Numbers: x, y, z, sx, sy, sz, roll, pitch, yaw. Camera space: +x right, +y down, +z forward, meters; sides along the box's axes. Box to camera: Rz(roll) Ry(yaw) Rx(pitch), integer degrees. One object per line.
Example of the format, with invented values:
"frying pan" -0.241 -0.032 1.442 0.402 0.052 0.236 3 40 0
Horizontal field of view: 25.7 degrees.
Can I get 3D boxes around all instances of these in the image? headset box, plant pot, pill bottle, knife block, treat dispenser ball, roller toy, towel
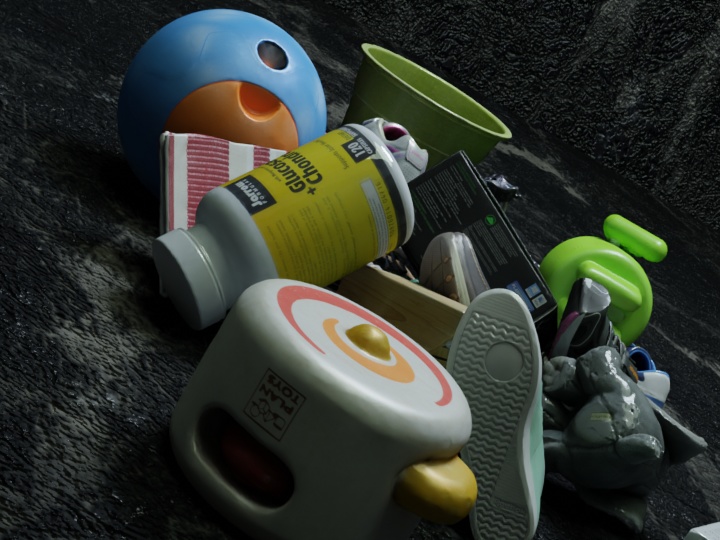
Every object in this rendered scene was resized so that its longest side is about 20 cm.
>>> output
"headset box" 0.109 0.005 1.507 0.175 0.092 0.200 60 0 15
"plant pot" 0.040 -0.127 1.808 0.199 0.191 0.200 30 14 -8
"pill bottle" -0.064 -0.032 1.283 0.199 0.113 0.112 -28 46 -20
"knife block" 0.022 0.026 1.332 0.064 0.200 0.177 17 50 -41
"treat dispenser ball" -0.132 -0.147 1.503 0.200 0.202 0.201 29 15 -9
"roller toy" -0.023 0.098 1.058 0.181 0.140 0.200 25 17 -22
"towel" -0.100 -0.039 1.377 0.023 0.146 0.199 -7 -9 40

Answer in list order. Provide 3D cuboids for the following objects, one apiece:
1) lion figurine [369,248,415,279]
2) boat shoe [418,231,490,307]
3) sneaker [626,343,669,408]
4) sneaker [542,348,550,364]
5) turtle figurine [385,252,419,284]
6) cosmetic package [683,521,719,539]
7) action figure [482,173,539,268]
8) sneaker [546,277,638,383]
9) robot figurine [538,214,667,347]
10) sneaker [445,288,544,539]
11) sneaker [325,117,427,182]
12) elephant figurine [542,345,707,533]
"lion figurine" -0.030 -0.041 1.657 0.200 0.073 0.122 40 -11 -27
"boat shoe" 0.105 0.063 1.362 0.073 0.202 0.074 -14 3 -29
"sneaker" 0.282 0.109 1.747 0.074 0.083 0.200 21 16 -29
"sneaker" 0.159 0.074 1.621 0.199 0.080 0.074 34 13 2
"turtle figurine" 0.000 0.000 1.496 0.200 0.101 0.150 48 -2 43
"cosmetic package" 0.339 0.271 1.362 0.102 0.074 0.199 39 18 26
"action figure" 0.146 -0.002 1.764 0.118 0.202 0.102 -19 9 -41
"sneaker" 0.226 0.081 1.501 0.086 0.081 0.201 17 -29 11
"robot figurine" 0.244 0.026 1.674 0.115 0.177 0.200 27 6 -2
"sneaker" 0.107 0.110 1.237 0.073 0.203 0.118 -1 6 8
"sneaker" 0.013 -0.113 1.633 0.081 0.089 0.200 36 -2 -34
"elephant figurine" 0.242 0.163 1.435 0.200 0.141 0.156 39 36 -40
